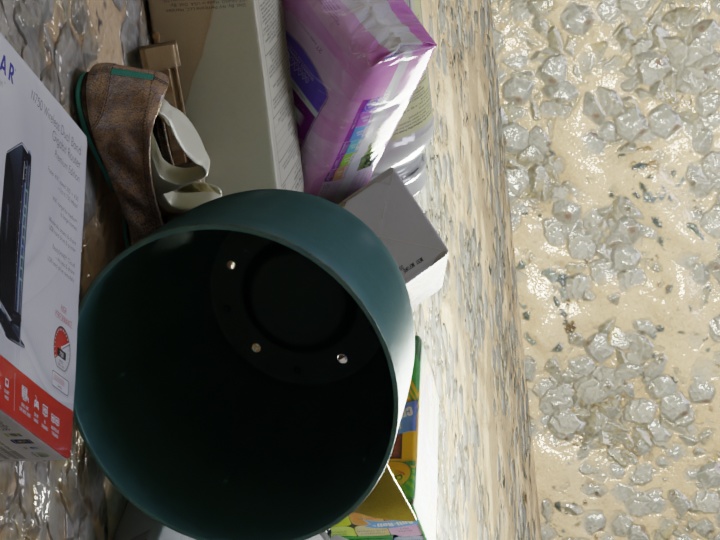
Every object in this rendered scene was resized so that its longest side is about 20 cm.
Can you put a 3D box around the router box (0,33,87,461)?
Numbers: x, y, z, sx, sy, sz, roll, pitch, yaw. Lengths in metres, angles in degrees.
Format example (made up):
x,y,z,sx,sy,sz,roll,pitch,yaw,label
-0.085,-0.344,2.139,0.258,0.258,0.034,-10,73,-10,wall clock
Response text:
x,y,z,sx,sy,sz,roll,pitch,yaw,label
-0.189,-0.016,1.077,0.200,0.048,0.181,58,31,-70,router box

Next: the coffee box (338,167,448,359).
x,y,z,sx,sy,sz,roll,pitch,yaw,label
0.000,0.000,1.691,0.080,0.114,0.200,56,-4,7,coffee box

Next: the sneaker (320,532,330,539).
x,y,z,sx,sy,sz,roll,pitch,yaw,label
-0.048,0.256,1.558,0.201,0.073,0.080,-89,162,-49,sneaker

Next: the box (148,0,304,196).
x,y,z,sx,sy,sz,roll,pitch,yaw,label
-0.094,-0.134,1.555,0.095,0.077,0.201,-66,152,-69,box

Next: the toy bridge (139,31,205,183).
x,y,z,sx,sy,sz,roll,pitch,yaw,label
-0.120,-0.062,1.498,0.067,0.027,0.202,-125,-155,-79,toy bridge

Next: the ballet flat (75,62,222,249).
x,y,z,sx,sy,sz,roll,pitch,yaw,label
-0.124,-0.050,1.396,0.201,0.067,0.068,75,14,-51,ballet flat

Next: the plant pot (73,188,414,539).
x,y,z,sx,sy,sz,roll,pitch,yaw,label
-0.057,0.041,1.338,0.161,0.199,0.202,-56,143,-66,plant pot

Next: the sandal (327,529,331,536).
x,y,z,sx,sy,sz,roll,pitch,yaw,label
-0.075,0.160,1.705,0.201,0.048,0.076,52,36,-52,sandal

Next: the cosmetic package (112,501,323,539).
x,y,z,sx,sy,sz,roll,pitch,yaw,label
-0.089,0.192,1.427,0.151,0.051,0.200,54,22,-18,cosmetic package

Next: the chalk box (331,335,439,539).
x,y,z,sx,sy,sz,roll,pitch,yaw,label
-0.002,0.172,1.856,0.124,0.124,0.201,71,18,-58,chalk box

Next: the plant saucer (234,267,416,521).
x,y,z,sx,sy,sz,roll,pitch,yaw,label
-0.038,0.096,1.714,0.201,0.048,0.200,59,-2,26,plant saucer

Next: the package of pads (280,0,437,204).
x,y,z,sx,sy,sz,roll,pitch,yaw,label
-0.027,-0.139,1.629,0.121,0.075,0.200,56,-35,23,package of pads

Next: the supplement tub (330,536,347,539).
x,y,z,sx,sy,sz,roll,pitch,yaw,label
0.047,0.299,1.703,0.145,0.199,0.146,22,90,-77,supplement tub

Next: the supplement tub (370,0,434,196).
x,y,z,sx,sy,sz,roll,pitch,yaw,label
-0.016,-0.161,1.804,0.145,0.144,0.201,-70,156,-64,supplement tub

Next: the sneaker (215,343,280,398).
x,y,z,sx,sy,sz,roll,pitch,yaw,label
-0.065,0.061,1.535,0.074,0.080,0.200,51,-6,-6,sneaker
